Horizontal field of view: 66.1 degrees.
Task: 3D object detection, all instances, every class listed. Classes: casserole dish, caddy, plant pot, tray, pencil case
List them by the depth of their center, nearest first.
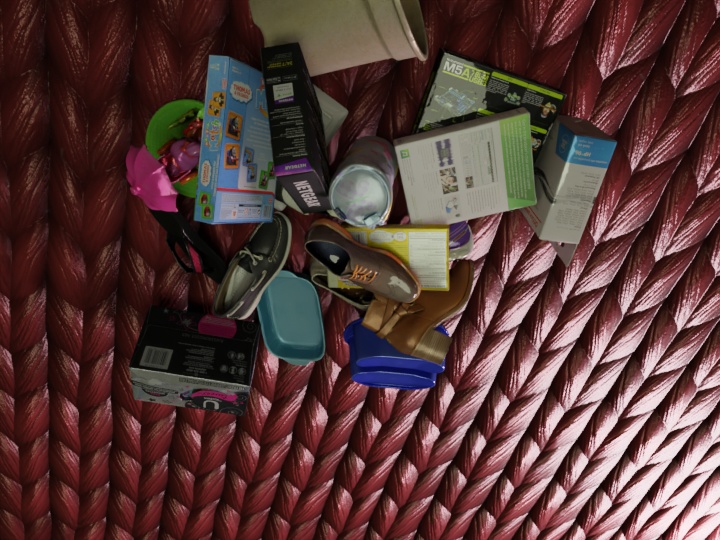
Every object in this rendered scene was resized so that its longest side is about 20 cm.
[{"bbox_3d":[-0.031,-0.334,0.691,0.180,0.202,0.203,-14,121,19],"label":"plant pot"},{"bbox_3d":[0.012,-0.131,0.789,0.083,0.201,0.091,-41,106,21],"label":"pencil case"},{"bbox_3d":[-0.114,-0.190,0.851,0.106,0.022,0.201,31,114,-18],"label":"tray"},{"bbox_3d":[-0.120,0.079,0.986,0.118,0.039,0.204,3,120,14],"label":"casserole dish"},{"bbox_3d":[0.066,0.139,1.004,0.195,0.107,0.142,6,144,-7],"label":"caddy"}]

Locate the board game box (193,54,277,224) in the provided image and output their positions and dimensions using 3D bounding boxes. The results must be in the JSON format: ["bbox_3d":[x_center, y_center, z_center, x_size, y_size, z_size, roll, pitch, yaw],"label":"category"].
[{"bbox_3d":[-0.159,-0.168,0.755,0.036,0.151,0.205,12,100,20],"label":"board game box"}]

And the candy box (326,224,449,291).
[{"bbox_3d":[0.042,-0.022,0.873,0.195,0.027,0.104,1,115,12],"label":"candy box"}]

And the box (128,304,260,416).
[{"bbox_3d":[-0.285,0.162,0.972,0.196,0.134,0.116,10,139,-8],"label":"box"}]

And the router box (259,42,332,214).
[{"bbox_3d":[-0.076,-0.169,0.709,0.050,0.200,0.153,-8,83,3],"label":"router box"}]

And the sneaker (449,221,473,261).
[{"bbox_3d":[0.087,-0.047,0.927,0.196,0.081,0.085,-13,95,6],"label":"sneaker"}]

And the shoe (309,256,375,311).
[{"bbox_3d":[-0.004,0.037,0.969,0.197,0.054,0.070,28,116,-17],"label":"shoe"}]

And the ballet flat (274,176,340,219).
[{"bbox_3d":[-0.059,-0.115,0.854,0.196,0.069,0.069,10,122,-19],"label":"ballet flat"}]

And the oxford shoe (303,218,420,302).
[{"bbox_3d":[0.000,0.000,0.834,0.197,0.073,0.072,28,117,-3],"label":"oxford shoe"}]

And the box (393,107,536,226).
[{"bbox_3d":[0.158,-0.147,0.830,0.196,0.037,0.147,-11,121,8],"label":"box"}]

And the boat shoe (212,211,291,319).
[{"bbox_3d":[-0.181,-0.006,0.910,0.074,0.060,0.202,41,108,22],"label":"boat shoe"}]

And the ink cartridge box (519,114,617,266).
[{"bbox_3d":[0.305,-0.122,0.853,0.066,0.117,0.204,7,119,-5],"label":"ink cartridge box"}]

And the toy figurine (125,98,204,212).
[{"bbox_3d":[-0.238,-0.156,0.764,0.198,0.185,0.151,-28,112,15],"label":"toy figurine"}]

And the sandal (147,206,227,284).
[{"bbox_3d":[-0.280,-0.034,0.886,0.074,0.046,0.201,9,148,29],"label":"sandal"}]

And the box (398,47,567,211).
[{"bbox_3d":[0.179,-0.207,0.841,0.196,0.048,0.196,14,117,-9],"label":"box"}]

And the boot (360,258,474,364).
[{"bbox_3d":[0.100,0.041,0.934,0.152,0.202,0.074,24,156,4],"label":"boot"}]
